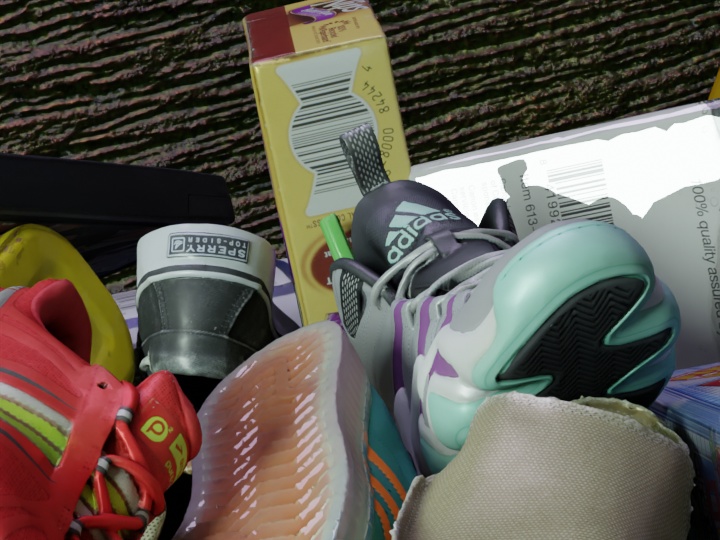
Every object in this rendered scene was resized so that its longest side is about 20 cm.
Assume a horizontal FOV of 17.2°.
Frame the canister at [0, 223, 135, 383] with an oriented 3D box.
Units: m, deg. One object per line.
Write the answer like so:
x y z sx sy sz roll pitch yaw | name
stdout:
-0.192 0.073 0.877 0.199 0.087 0.149 -25 22 28 | canister

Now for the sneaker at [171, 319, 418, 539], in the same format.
-0.009 0.087 0.641 0.071 0.080 0.200 -30 18 17 | sneaker

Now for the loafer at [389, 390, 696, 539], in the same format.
0.043 0.066 0.576 0.075 0.069 0.200 12 4 8 | loafer

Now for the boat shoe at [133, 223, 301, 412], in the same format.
-0.056 0.043 0.945 0.073 0.068 0.199 4 -17 -3 | boat shoe

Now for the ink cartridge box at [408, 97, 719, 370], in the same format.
0.134 0.011 0.858 0.199 0.146 0.084 -11 1 20 | ink cartridge box

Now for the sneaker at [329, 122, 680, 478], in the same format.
0.028 0.005 0.727 0.077 0.140 0.200 -18 -26 -16 | sneaker

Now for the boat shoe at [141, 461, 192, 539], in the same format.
-0.069 0.092 0.855 0.199 0.076 0.074 -13 4 24 | boat shoe

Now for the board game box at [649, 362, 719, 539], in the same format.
0.165 0.051 0.713 0.199 0.062 0.200 -12 2 -15 | board game box

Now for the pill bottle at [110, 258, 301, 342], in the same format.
-0.058 0.058 1.251 0.199 0.120 0.120 -12 1 -23 | pill bottle

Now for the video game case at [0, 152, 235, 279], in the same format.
-0.176 -0.001 0.935 0.180 0.026 0.200 -22 -12 28 | video game case

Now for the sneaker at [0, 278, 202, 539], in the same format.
-0.078 0.056 0.595 0.084 0.077 0.200 -16 35 -11 | sneaker

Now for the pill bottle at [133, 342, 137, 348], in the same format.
-0.177 0.091 1.035 0.199 0.113 0.112 -12 1 12 | pill bottle

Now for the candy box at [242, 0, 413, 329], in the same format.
0.000 0.000 0.932 0.056 0.201 0.117 -13 15 0 | candy box

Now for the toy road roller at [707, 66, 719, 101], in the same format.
0.232 -0.042 1.014 0.146 0.124 0.200 14 7 -41 | toy road roller

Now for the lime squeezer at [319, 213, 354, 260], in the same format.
0.054 0.055 0.824 0.199 0.071 0.038 29 13 16 | lime squeezer
